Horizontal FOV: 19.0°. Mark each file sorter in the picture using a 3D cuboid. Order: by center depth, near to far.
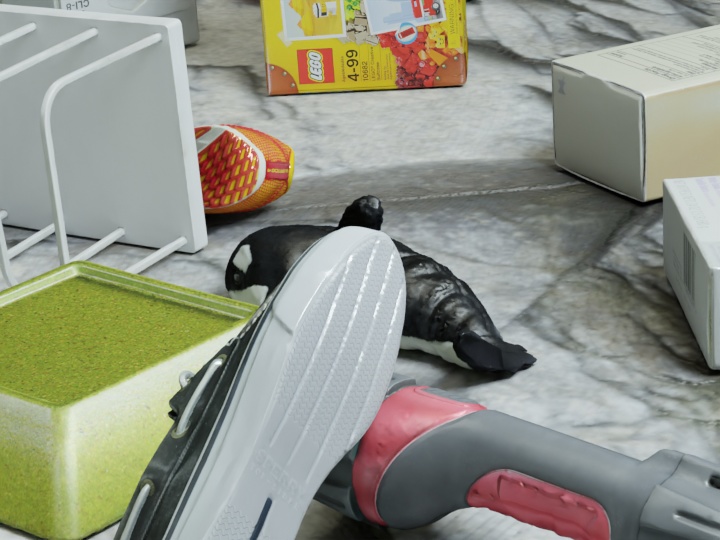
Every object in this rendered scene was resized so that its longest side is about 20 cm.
[{"bbox_3d":[-0.211,-0.069,1.245,0.200,0.139,0.124,8,26,30],"label":"file sorter"}]

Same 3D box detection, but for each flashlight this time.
[{"bbox_3d":[0.068,0.095,0.864,0.200,0.068,0.068,19,50,37],"label":"flashlight"}]

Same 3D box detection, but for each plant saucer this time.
[{"bbox_3d":[-0.139,0.049,1.041,0.200,0.048,0.200,13,26,39],"label":"plant saucer"}]

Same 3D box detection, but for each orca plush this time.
[{"bbox_3d":[0.000,0.000,1.110,0.105,0.071,0.200,-15,23,-27],"label":"orca plush"}]

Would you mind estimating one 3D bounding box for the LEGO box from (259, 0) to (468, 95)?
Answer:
[{"bbox_3d":[0.000,-0.237,1.561,0.149,0.200,0.077,-3,20,5],"label":"LEGO box"}]

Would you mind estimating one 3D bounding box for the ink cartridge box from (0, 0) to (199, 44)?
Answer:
[{"bbox_3d":[-0.248,-0.250,1.724,0.200,0.145,0.145,17,28,42],"label":"ink cartridge box"}]

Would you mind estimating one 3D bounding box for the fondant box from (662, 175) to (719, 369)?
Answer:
[{"bbox_3d":[0.264,-0.008,1.101,0.199,0.058,0.144,-3,20,-1],"label":"fondant box"}]

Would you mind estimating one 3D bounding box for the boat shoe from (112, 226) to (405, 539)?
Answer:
[{"bbox_3d":[-0.049,0.062,0.856,0.071,0.072,0.200,6,54,37],"label":"boat shoe"}]

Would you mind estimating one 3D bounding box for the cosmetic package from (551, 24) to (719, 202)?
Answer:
[{"bbox_3d":[0.229,-0.107,1.351,0.200,0.071,0.105,-14,23,-24],"label":"cosmetic package"}]

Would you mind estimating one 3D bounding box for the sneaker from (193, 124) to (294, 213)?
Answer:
[{"bbox_3d":[-0.135,-0.063,1.340,0.200,0.073,0.077,11,3,25],"label":"sneaker"}]
